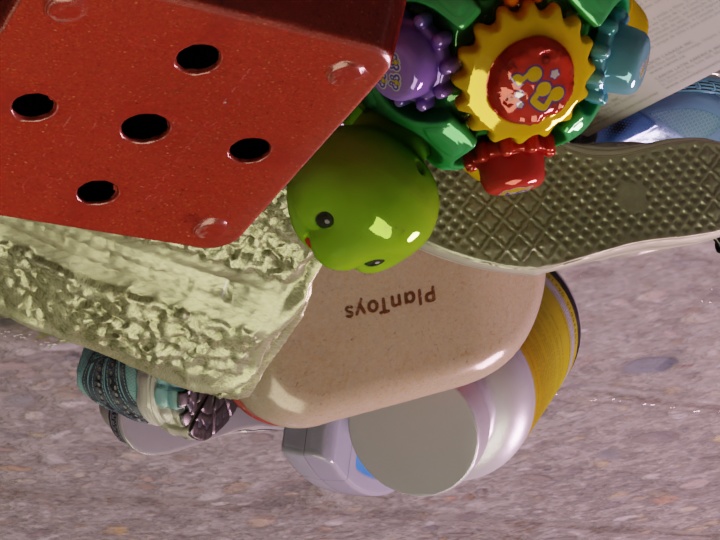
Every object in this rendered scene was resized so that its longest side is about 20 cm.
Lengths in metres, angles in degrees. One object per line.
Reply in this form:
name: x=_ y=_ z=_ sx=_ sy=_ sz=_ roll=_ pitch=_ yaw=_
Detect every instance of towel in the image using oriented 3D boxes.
towel: x=-0.115 y=-0.020 z=0.811 sx=0.198 sy=0.037 sz=0.149 roll=22 pitch=123 yaw=-10

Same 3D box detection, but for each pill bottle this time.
pill bottle: x=0.064 y=0.062 z=1.067 sx=0.111 sy=0.113 sz=0.200 roll=-20 pitch=-171 yaw=25

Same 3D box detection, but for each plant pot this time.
plant pot: x=-0.087 y=-0.123 z=0.635 sx=0.198 sy=0.178 sz=0.200 roll=8 pitch=146 yaw=-32

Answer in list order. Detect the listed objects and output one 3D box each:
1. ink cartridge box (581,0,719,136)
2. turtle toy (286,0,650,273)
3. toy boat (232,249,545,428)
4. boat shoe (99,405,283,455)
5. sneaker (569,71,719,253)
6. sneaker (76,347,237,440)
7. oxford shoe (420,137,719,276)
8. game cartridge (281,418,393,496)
ink cartridge box: x=0.112 y=-0.161 z=0.812 sx=0.159 sy=0.048 sz=0.200 roll=-25 pitch=133 yaw=35
turtle toy: x=0.044 y=-0.084 z=0.752 sx=0.200 sy=0.101 sz=0.145 roll=-45 pitch=123 yaw=12
toy boat: x=0.000 y=0.000 z=0.946 sx=0.198 sy=0.132 sz=0.131 roll=-13 pitch=-161 yaw=-20
boat shoe: x=-0.083 y=0.082 z=1.187 sx=0.198 sy=0.073 sz=0.066 roll=-15 pitch=-165 yaw=-24
sneaker: x=0.209 y=-0.057 z=0.982 sx=0.198 sy=0.091 sz=0.078 roll=8 pitch=151 yaw=-28
sneaker: x=-0.095 y=0.037 z=0.999 sx=0.085 sy=0.079 sz=0.200 roll=9 pitch=-169 yaw=19
oxford shoe: x=0.104 y=-0.035 z=0.887 sx=0.198 sy=0.076 sz=0.058 roll=-3 pitch=177 yaw=-16
game cartridge: x=0.003 y=0.079 z=1.119 sx=0.040 sy=0.135 sz=0.200 roll=9 pitch=174 yaw=19
